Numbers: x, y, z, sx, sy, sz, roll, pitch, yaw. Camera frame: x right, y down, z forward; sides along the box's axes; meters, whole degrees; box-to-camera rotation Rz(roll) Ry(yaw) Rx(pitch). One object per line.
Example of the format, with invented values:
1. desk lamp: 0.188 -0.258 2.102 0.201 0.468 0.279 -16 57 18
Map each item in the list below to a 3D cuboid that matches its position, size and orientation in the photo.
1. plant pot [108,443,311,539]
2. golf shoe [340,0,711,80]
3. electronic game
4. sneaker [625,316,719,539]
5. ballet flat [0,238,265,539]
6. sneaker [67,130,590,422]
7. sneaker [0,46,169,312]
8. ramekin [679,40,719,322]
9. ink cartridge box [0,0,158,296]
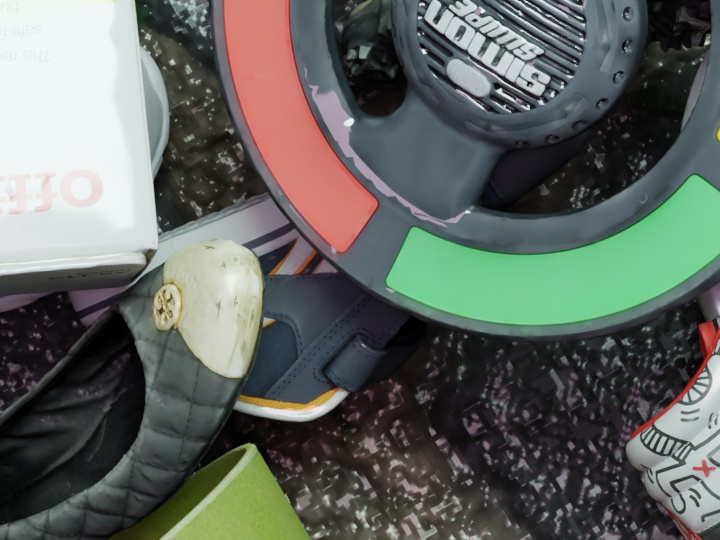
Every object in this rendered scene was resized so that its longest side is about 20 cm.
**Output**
1. plant pot: -0.046 0.192 0.899 0.187 0.187 0.200 -38 93 -1
2. golf shoe: 0.072 -0.118 0.929 0.078 0.200 0.095 33 62 -33
3. electronic game: 0.047 -0.076 0.848 0.200 0.042 0.200 5 106 20
4. sneaker: 0.176 0.023 0.852 0.201 0.067 0.108 -41 84 2
5. ballet flat: -0.100 0.058 0.928 0.200 0.057 0.066 -44 44 29
6. sneaker: 0.000 0.000 0.950 0.200 0.078 0.079 -24 92 26
7. sneaker: -0.154 -0.017 0.971 0.200 0.082 0.075 -34 72 0
8. ramekin: 0.203 -0.022 0.937 0.202 0.094 0.203 -1 81 5
9. ink cartridge box: -0.148 -0.090 0.905 0.145 0.083 0.200 -5 83 -9
